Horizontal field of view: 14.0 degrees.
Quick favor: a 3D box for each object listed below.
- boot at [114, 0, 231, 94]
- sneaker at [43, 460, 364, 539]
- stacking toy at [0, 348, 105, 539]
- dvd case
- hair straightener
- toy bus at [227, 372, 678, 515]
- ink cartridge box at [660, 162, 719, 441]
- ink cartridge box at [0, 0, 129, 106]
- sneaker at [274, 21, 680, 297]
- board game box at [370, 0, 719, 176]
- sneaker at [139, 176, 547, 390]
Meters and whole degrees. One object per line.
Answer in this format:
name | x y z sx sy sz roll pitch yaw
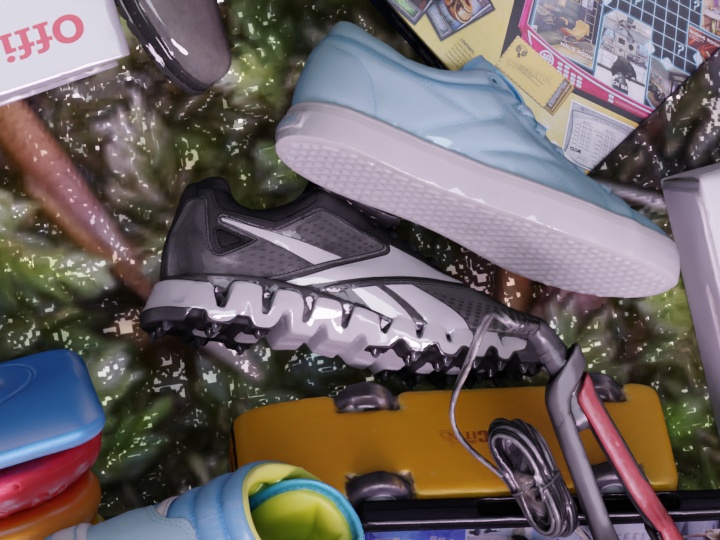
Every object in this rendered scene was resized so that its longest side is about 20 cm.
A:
boot | -0.062 -0.190 1.319 0.130 0.068 0.201 -19 93 13
sneaker | -0.045 0.150 1.284 0.130 0.200 0.080 -23 63 9
stacking toy | -0.151 0.146 1.331 0.109 0.116 0.201 -16 108 -7
dvd case | 0.092 0.156 1.352 0.199 0.018 0.143 -1 131 -7
hair straightener | 0.094 0.109 1.278 0.077 0.041 0.201 -29 101 -3
toy bus | 0.041 0.099 1.350 0.199 0.065 0.079 -2 135 -8
ink cartridge box | 0.255 0.000 1.379 0.199 0.084 0.147 -14 94 -7
ink cartridge box | -0.199 -0.162 1.280 0.144 0.145 0.201 -17 94 -7
sneaker | 0.063 -0.055 1.327 0.199 0.074 0.082 24 70 -18
board game box | 0.073 -0.152 1.375 0.135 0.035 0.200 -43 97 -5
sneaker | 0.000 0.000 1.352 0.199 0.066 0.091 10 75 -17
